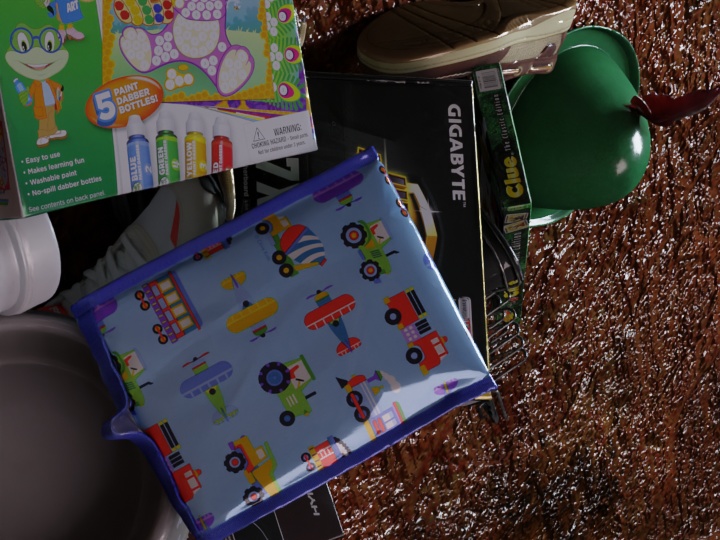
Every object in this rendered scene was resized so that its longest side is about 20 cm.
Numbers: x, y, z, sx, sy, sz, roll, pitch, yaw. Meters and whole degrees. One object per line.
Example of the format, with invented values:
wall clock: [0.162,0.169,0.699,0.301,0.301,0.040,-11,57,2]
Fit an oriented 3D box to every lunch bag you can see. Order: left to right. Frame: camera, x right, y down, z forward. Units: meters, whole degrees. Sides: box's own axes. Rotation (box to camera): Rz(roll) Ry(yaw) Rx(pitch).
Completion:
lunch bag: [-0.051,0.048,1.065,0.199,0.151,0.094,-26,176,-23]

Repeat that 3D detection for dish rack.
dish rack: [0.063,0.007,1.328,0.054,0.154,0.201,-27,143,-6]

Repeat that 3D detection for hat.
hat: [0.203,-0.074,1.410,0.199,0.176,0.167,12,106,-52]

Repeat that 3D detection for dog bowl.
dog bowl: [-0.188,0.115,1.074,0.200,0.200,0.059,-47,177,-14]

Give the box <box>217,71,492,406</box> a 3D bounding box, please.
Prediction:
box: [-0.005,-0.018,1.175,0.158,0.049,0.202,1,78,-16]

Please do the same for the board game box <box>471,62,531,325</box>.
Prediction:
board game box: [0.094,-0.047,1.323,0.023,0.106,0.200,-8,156,-1]

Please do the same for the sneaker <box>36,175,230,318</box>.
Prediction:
sneaker: [-0.145,0.025,1.149,0.093,0.071,0.201,3,127,-34]

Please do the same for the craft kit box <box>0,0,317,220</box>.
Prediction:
craft kit box: [-0.123,-0.142,1.018,0.199,0.048,0.199,-17,98,-40]

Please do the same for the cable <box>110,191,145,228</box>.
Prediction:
cable: [-0.153,-0.085,1.118,0.098,0.050,0.200,-63,157,-5]

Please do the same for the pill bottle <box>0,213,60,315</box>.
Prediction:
pill bottle: [-0.257,0.015,0.990,0.199,0.112,0.113,-26,134,-36]

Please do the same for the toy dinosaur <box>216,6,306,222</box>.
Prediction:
toy dinosaur: [-0.087,-0.134,1.120,0.101,0.058,0.202,-26,110,-36]

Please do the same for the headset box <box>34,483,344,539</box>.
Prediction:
headset box: [-0.132,0.171,1.192,0.199,0.078,0.149,-14,168,-25]

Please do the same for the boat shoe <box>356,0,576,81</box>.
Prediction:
boat shoe: [0.072,-0.141,1.302,0.199,0.072,0.073,-23,131,-47]
